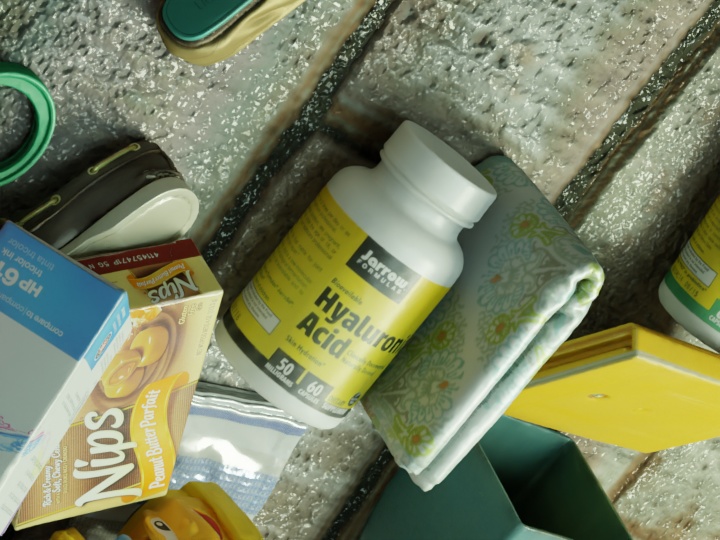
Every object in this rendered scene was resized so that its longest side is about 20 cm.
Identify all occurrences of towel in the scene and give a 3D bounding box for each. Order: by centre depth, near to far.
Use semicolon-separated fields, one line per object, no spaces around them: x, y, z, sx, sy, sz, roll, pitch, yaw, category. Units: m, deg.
0.071;0.034;1.547;0.048;0.171;0.200;30;105;-35;towel
-0.133;0.168;1.626;0.146;0.024;0.201;15;114;-36;towel

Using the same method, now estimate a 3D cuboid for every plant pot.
0.085;0.230;1.722;0.141;0.142;0.200;21;117;-38;plant pot

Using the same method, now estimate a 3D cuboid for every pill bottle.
0.000;0.000;1.523;0.111;0.111;0.200;28;105;-40;pill bottle
0.321;-0.034;1.682;0.112;0.113;0.201;18;112;-38;pill bottle

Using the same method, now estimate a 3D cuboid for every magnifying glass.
-0.275;-0.054;1.388;0.200;0.022;0.080;-41;133;0;magnifying glass

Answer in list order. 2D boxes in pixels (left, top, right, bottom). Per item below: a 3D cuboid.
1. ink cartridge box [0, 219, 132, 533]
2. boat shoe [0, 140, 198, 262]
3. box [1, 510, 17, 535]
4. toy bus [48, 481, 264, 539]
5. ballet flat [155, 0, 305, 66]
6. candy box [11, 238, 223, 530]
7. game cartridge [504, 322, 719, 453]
-0.217;0.086;1.272;0.084;0.145;0.201;30;79;1;ink cartridge box
-0.201;-0.012;1.432;0.199;0.060;0.072;-33;148;-4;boat shoe
-0.317;0.092;1.388;0.199;0.137;0.039;19;112;-38;box
-0.181;0.237;1.532;0.192;0.136;0.200;21;112;-46;toy bus
-0.041;-0.199;1.400;0.199;0.069;0.063;-34;161;0;ballet flat
-0.169;0.076;1.463;0.115;0.055;0.201;-10;139;-30;candy box
0.213;0.092;1.697;0.199;0.033;0.176;17;156;-38;game cartridge
